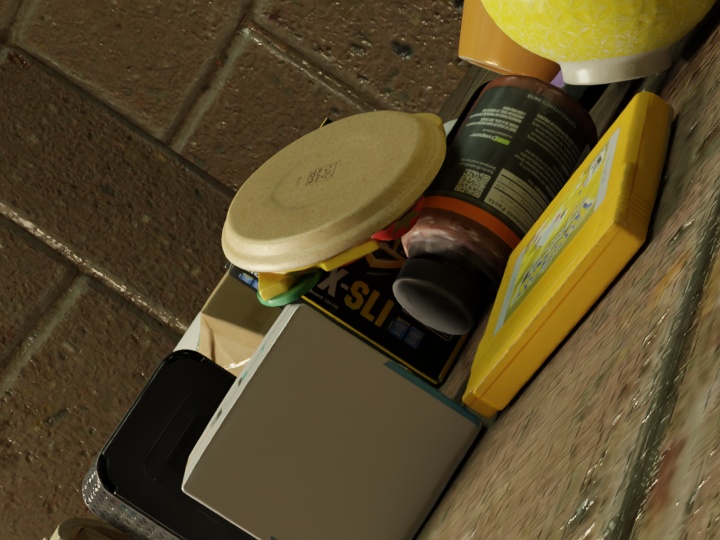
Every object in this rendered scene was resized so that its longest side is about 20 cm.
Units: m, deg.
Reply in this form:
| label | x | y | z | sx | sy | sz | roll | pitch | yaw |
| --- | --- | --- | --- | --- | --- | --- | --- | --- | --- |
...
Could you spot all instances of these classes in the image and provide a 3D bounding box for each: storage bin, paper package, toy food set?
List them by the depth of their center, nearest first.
| label | x | y | z | sx | sy | sz | roll | pitch | yaw |
| --- | --- | --- | --- | --- | --- | --- | --- | --- | --- |
| toy food set | -0.021 | -0.057 | 1.275 | 0.198 | 0.049 | 0.200 | -24 | 29 | 9 |
| storage bin | -0.108 | 0.174 | 1.321 | 0.135 | 0.200 | 0.094 | -58 | 3 | -25 |
| paper package | -0.044 | 0.049 | 1.582 | 0.200 | 0.190 | 0.104 | -62 | -11 | -48 |

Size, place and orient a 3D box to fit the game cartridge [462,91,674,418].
| label | x | y | z | sx | sy | sz | roll | pitch | yaw |
| --- | --- | --- | --- | --- | --- | --- | --- | --- | --- |
| game cartridge | 0.137 | -0.012 | 1.083 | 0.176 | 0.032 | 0.200 | -54 | 3 | 32 |

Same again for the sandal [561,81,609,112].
| label | x | y | z | sx | sy | sz | roll | pitch | yaw |
| --- | --- | --- | --- | --- | --- | --- | --- | --- | --- |
| sandal | 0.238 | -0.205 | 1.368 | 0.200 | 0.043 | 0.076 | -56 | -17 | 4 |

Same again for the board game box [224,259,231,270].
| label | x | y | z | sx | sy | sz | roll | pitch | yaw |
| --- | --- | --- | --- | --- | --- | --- | --- | --- | --- |
| board game box | 0.000 | 0.000 | 1.423 | 0.135 | 0.200 | 0.028 | -57 | 6 | -29 |

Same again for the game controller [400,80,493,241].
| label | x | y | z | sx | sy | sz | roll | pitch | yaw |
| --- | --- | --- | --- | --- | --- | --- | --- | --- | --- |
| game controller | 0.110 | -0.074 | 1.393 | 0.200 | 0.104 | 0.042 | -59 | 7 | -30 |

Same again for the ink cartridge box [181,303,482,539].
| label | x | y | z | sx | sy | sz | roll | pitch | yaw |
| --- | --- | --- | --- | --- | --- | --- | --- | --- | --- |
| ink cartridge box | -0.025 | 0.120 | 1.149 | 0.146 | 0.147 | 0.200 | -57 | 3 | -3 |

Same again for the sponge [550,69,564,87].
| label | x | y | z | sx | sy | sz | roll | pitch | yaw |
| --- | --- | --- | --- | --- | --- | --- | --- | --- | --- |
| sponge | 0.193 | -0.160 | 1.653 | 0.200 | 0.030 | 0.112 | -54 | 4 | 42 |

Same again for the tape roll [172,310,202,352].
| label | x | y | z | sx | sy | sz | roll | pitch | yaw |
| --- | --- | --- | --- | --- | --- | --- | --- | --- | --- |
| tape roll | -0.128 | 0.152 | 1.792 | 0.139 | 0.202 | 0.203 | -59 | 5 | -32 |

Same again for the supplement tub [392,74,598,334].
| label | x | y | z | sx | sy | sz | roll | pitch | yaw |
| --- | --- | --- | --- | --- | --- | --- | --- | --- | --- |
| supplement tub | 0.101 | -0.049 | 1.283 | 0.200 | 0.107 | 0.107 | -58 | 4 | -23 |

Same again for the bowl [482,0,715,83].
| label | x | y | z | sx | sy | sz | roll | pitch | yaw |
| --- | --- | --- | --- | --- | --- | --- | --- | --- | --- |
| bowl | 0.183 | -0.199 | 1.216 | 0.200 | 0.200 | 0.108 | -70 | -28 | -75 |

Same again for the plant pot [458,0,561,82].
| label | x | y | z | sx | sy | sz | roll | pitch | yaw |
| --- | --- | --- | --- | --- | --- | --- | --- | --- | --- |
| plant pot | 0.192 | -0.298 | 1.764 | 0.200 | 0.200 | 0.184 | -97 | 26 | -84 |

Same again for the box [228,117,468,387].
| label | x | y | z | sx | sy | sz | roll | pitch | yaw |
| --- | --- | --- | --- | --- | --- | --- | --- | --- | --- |
| box | 0.012 | -0.011 | 1.383 | 0.160 | 0.200 | 0.049 | -58 | 2 | -27 |

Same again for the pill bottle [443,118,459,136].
| label | x | y | z | sx | sy | sz | roll | pitch | yaw |
| --- | --- | --- | --- | --- | --- | --- | --- | --- | --- |
| pill bottle | 0.098 | -0.082 | 1.551 | 0.114 | 0.114 | 0.200 | -57 | 4 | -9 |

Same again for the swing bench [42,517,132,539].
| label | x | y | z | sx | sy | sz | roll | pitch | yaw |
| --- | --- | --- | --- | --- | --- | --- | --- | --- | --- |
| swing bench | -0.218 | 0.335 | 1.364 | 0.199 | 0.200 | 0.130 | -56 | 4 | 5 |
